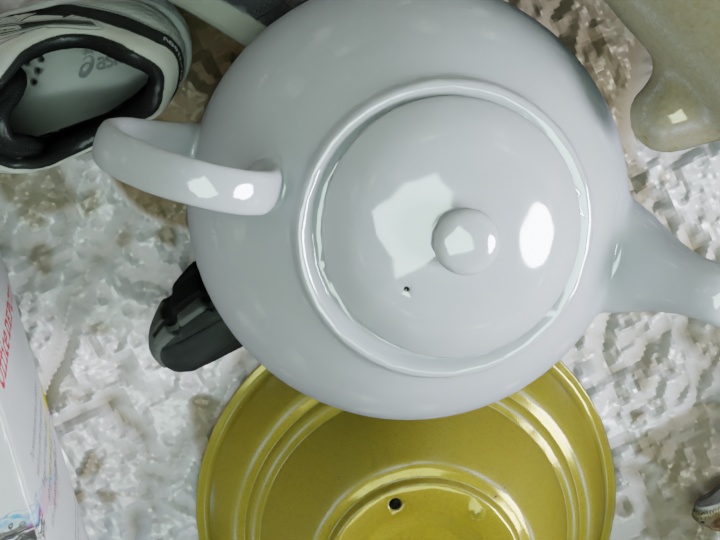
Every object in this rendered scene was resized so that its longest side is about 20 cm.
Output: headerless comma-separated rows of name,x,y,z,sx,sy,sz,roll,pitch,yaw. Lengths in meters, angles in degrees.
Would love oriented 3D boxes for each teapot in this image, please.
teapot,0.022,-0.024,1.146,0.200,0.146,0.198,-32,104,-3

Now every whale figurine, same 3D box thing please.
whale figurine,0.150,-0.122,1.149,0.199,0.104,0.160,22,92,12

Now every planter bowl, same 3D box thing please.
planter bowl,0.025,0.123,1.299,0.199,0.084,0.201,-1,109,-4

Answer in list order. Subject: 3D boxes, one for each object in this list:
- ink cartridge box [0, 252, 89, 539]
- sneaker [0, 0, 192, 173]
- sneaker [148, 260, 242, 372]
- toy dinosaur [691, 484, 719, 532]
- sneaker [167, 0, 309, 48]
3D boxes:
ink cartridge box,-0.202,0.114,1.242,0.144,0.147,0.201,-14,110,0
sneaker,-0.170,-0.073,1.212,0.199,0.088,0.076,-19,112,3
sneaker,0.000,0.000,1.259,0.200,0.075,0.079,-30,111,6
toy dinosaur,0.238,0.060,1.306,0.199,0.060,0.106,-23,113,29
sneaker,-0.062,-0.167,1.202,0.200,0.075,0.106,30,100,-23
